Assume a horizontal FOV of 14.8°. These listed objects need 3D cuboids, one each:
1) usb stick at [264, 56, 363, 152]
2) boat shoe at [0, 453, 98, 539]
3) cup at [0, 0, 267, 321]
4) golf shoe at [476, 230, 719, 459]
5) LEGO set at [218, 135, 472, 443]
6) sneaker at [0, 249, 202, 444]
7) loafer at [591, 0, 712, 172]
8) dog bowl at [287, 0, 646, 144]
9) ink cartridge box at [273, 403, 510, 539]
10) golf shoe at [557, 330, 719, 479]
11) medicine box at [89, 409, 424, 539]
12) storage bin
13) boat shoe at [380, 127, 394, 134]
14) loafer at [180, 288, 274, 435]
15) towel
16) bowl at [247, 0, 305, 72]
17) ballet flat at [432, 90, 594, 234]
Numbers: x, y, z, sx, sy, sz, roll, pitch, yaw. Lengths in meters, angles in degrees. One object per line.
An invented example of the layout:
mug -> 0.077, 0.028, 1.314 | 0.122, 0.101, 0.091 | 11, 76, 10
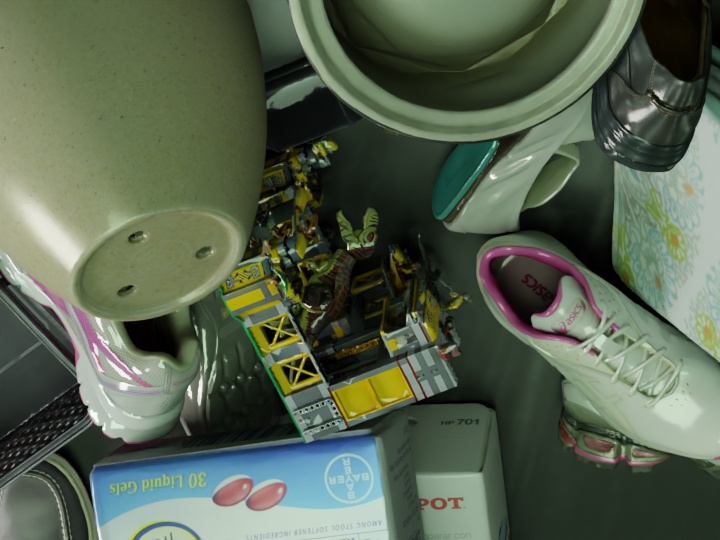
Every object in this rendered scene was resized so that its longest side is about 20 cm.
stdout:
usb stick -> 0.026, -0.124, 1.625 | 0.200, 0.033, 0.056 | -21, 132, 5
boat shoe -> -0.217, 0.215, 1.842 | 0.072, 0.065, 0.201 | 8, 118, 5
cup -> -0.132, -0.058, 1.532 | 0.200, 0.143, 0.200 | -17, 149, -11
golf shoe -> 0.146, 0.047, 1.649 | 0.200, 0.092, 0.075 | 35, 94, 17
LEGO set -> 0.000, 0.000, 1.629 | 0.116, 0.200, 0.154 | -21, 105, 13
sneaker -> -0.151, 0.000, 1.664 | 0.200, 0.081, 0.088 | 57, 139, 6
loafer -> 0.167, -0.152, 1.523 | 0.073, 0.200, 0.072 | 9, 146, -17
dog bowl -> 0.052, -0.173, 1.467 | 0.199, 0.074, 0.201 | -5, 114, -11
ink cartridge box -> 0.022, 0.194, 1.788 | 0.146, 0.086, 0.200 | -2, 119, 10
golf shoe -> 0.222, 0.081, 1.707 | 0.199, 0.073, 0.092 | 5, 116, 6
medicine box -> -0.053, 0.197, 1.674 | 0.182, 0.103, 0.201 | -8, 94, 11
storage bin -> -0.263, 0.069, 1.756 | 0.200, 0.094, 0.135 | -36, 108, 22
boat shoe -> 0.041, -0.168, 1.545 | 0.076, 0.072, 0.200 | -9, 126, -15
loafer -> -0.102, 0.035, 1.737 | 0.070, 0.070, 0.201 | 16, 123, 43
towel -> 0.207, -0.038, 1.587 | 0.048, 0.200, 0.172 | -15, 120, -20
bowl -> -0.115, -0.163, 1.589 | 0.200, 0.075, 0.200 | -39, 144, 25
ballet flat -> 0.106, -0.085, 1.623 | 0.069, 0.070, 0.200 | 26, 141, -7
